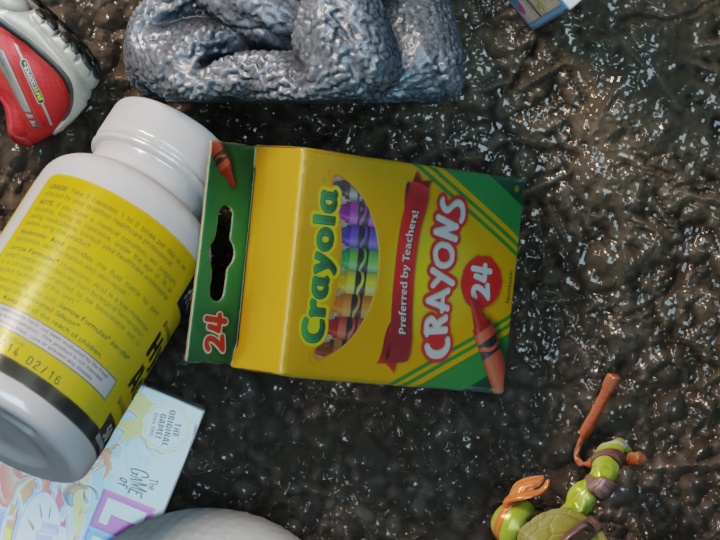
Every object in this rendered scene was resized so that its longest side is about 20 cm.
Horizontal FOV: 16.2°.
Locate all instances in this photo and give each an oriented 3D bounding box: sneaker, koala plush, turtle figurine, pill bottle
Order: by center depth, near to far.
[{"bbox_3d":[-0.150,0.007,1.394,0.111,0.111,0.201,32,69,-4],"label":"pill bottle"},{"bbox_3d":[-0.046,-0.194,1.411,0.183,0.177,0.202,1,94,19],"label":"koala plush"},{"bbox_3d":[-0.242,-0.148,1.440,0.200,0.077,0.085,41,92,-4],"label":"sneaker"},{"bbox_3d":[0.134,0.163,1.444,0.161,0.064,0.201,29,81,31],"label":"turtle figurine"}]

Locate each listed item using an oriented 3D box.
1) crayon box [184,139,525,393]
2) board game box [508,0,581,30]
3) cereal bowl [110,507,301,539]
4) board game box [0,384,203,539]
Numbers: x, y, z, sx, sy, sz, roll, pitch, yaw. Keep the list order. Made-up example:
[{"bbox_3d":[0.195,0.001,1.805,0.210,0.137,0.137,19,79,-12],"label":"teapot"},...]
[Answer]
[{"bbox_3d":[0.000,0.000,1.421,0.199,0.051,0.128,5,91,-38],"label":"crayon box"},{"bbox_3d":[0.057,-0.229,1.433,0.034,0.134,0.200,-40,94,-3],"label":"board game box"},{"bbox_3d":[-0.080,0.240,1.424,0.199,0.083,0.202,-3,99,-22],"label":"cereal bowl"},{"bbox_3d":[-0.189,0.147,1.458,0.134,0.034,0.201,22,89,-5],"label":"board game box"}]
